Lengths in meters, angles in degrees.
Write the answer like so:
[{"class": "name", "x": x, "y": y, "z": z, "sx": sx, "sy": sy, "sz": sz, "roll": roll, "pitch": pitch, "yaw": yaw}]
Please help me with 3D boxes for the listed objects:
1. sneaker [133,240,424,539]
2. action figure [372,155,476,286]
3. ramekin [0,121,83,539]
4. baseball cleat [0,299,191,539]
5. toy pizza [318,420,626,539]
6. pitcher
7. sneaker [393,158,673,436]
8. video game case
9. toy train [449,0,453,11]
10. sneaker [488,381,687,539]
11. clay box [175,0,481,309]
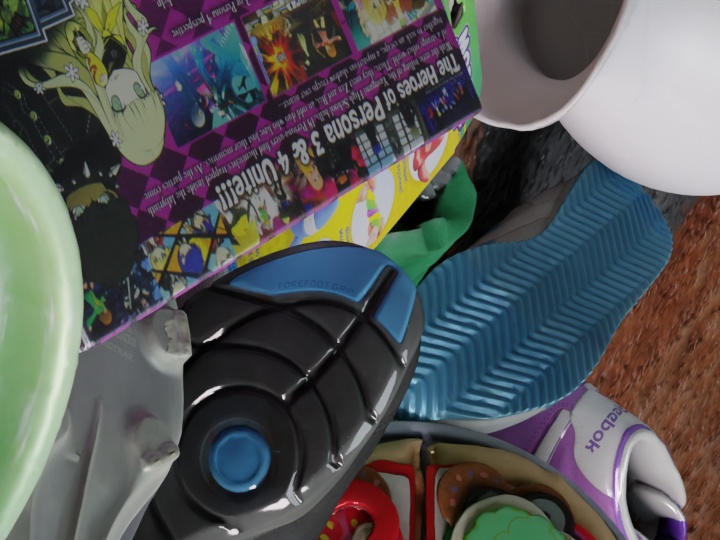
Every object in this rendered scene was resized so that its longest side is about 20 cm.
[{"class": "sneaker", "x": -0.048, "y": 0.073, "z": 0.831, "sx": 0.200, "sy": 0.073, "sz": 0.082, "roll": -50, "pitch": 159, "yaw": 12}, {"class": "action figure", "x": 0.000, "y": 0.000, "z": 1.028, "sx": 0.118, "sy": 0.055, "sz": 0.200, "roll": -53, "pitch": 178, "yaw": 31}, {"class": "ramekin", "x": -0.173, "y": 0.023, "z": 0.646, "sx": 0.200, "sy": 0.098, "sz": 0.201, "roll": -32, "pitch": 141, "yaw": -30}, {"class": "baseball cleat", "x": -0.106, "y": 0.082, "z": 0.755, "sx": 0.070, "sy": 0.106, "sz": 0.201, "roll": 33, "pitch": 53, "yaw": -35}, {"class": "toy pizza", "x": 0.024, "y": 0.148, "z": 1.007, "sx": 0.201, "sy": 0.200, "sz": 0.032, "roll": -53, "pitch": 173, "yaw": -25}, {"class": "pitcher", "x": 0.126, "y": -0.125, "z": 1.135, "sx": 0.200, "sy": 0.121, "sz": 0.173, "roll": 14, "pitch": 84, "yaw": -53}, {"class": "sneaker", "x": 0.061, "y": 0.024, "z": 1.142, "sx": 0.081, "sy": 0.077, "sz": 0.200, "roll": -39, "pitch": 177, "yaw": 39}, {"class": "video game case", "x": -0.061, "y": -0.093, "z": 0.762, "sx": 0.200, "sy": 0.036, "sz": 0.182, "roll": -34, "pitch": 102, "yaw": -49}, {"class": "toy train", "x": 0.025, "y": -0.144, "z": 0.972, "sx": 0.150, "sy": 0.055, "sz": 0.201, "roll": -42, "pitch": 145, "yaw": -40}, {"class": "sneaker", "x": 0.094, "y": 0.124, "z": 1.262, "sx": 0.073, "sy": 0.114, "sz": 0.201, "roll": -50, "pitch": 158, "yaw": -29}, {"class": "clay box", "x": -0.027, "y": -0.045, "z": 0.885, "sx": 0.200, "sy": 0.047, "sz": 0.115, "roll": -51, "pitch": 146, "yaw": -37}]
